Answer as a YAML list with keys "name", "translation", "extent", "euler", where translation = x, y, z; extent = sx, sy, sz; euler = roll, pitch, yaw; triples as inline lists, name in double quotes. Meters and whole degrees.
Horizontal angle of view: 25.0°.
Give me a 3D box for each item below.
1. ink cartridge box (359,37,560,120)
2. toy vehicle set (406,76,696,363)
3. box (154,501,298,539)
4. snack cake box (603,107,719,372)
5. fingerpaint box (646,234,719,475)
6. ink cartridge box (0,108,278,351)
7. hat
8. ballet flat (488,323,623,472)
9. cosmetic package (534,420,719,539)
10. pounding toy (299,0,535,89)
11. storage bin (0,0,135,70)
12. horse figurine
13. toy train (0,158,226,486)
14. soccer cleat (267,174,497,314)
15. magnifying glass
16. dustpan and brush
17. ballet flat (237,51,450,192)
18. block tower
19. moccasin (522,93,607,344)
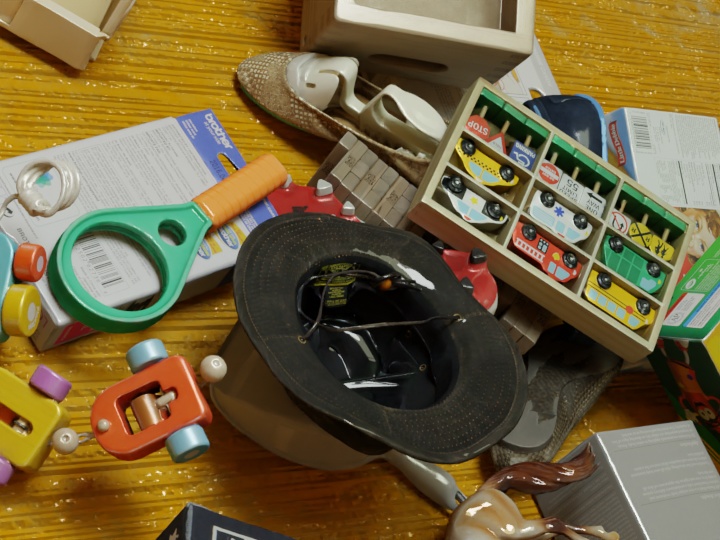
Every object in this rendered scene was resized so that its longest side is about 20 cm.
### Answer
- name: "ink cartridge box"
  translation: [0.096, -0.119, 1.323]
  extent: [0.175, 0.045, 0.201]
  euler: [3, 55, -36]
- name: "toy vehicle set"
  translation: [0.140, -0.036, 1.161]
  extent: [0.199, 0.027, 0.125]
  euler: [32, 56, -11]
- name: "box"
  translation: [-0.035, 0.256, 0.841]
  extent: [0.198, 0.123, 0.201]
  euler: [23, 43, -23]
- name: "snack cake box"
  translation: [0.242, -0.023, 1.292]
  extent: [0.115, 0.067, 0.201]
  euler: [2, 75, -39]
- name: "fingerpaint box"
  translation: [0.320, 0.050, 1.237]
  extent: [0.200, 0.073, 0.167]
  euler: [-45, 117, -26]
- name: "ink cartridge box"
  translation: [-0.150, -0.032, 1.052]
  extent: [0.199, 0.042, 0.120]
  euler: [-22, 71, -40]
- name: "hat"
  translation: [-0.001, 0.058, 1.002]
  extent: [0.200, 0.081, 0.201]
  euler: [18, 38, -15]
- name: "ballet flat"
  translation: [0.141, 0.095, 1.182]
  extent: [0.067, 0.047, 0.200]
  euler: [17, 31, 18]
- name: "cosmetic package"
  translation: [0.213, 0.210, 1.107]
  extent: [0.106, 0.090, 0.201]
  euler: [0, 59, -38]
- name: "pounding toy"
  translation: [0.020, -0.249, 1.254]
  extent: [0.199, 0.142, 0.185]
  euler: [7, 78, -16]
- name: "storage bin"
  translation: [-0.237, -0.271, 1.153]
  extent: [0.199, 0.094, 0.199]
  euler: [30, 42, -15]
- name: "horse figurine"
  translation: [0.092, 0.191, 1.035]
  extent: [0.132, 0.050, 0.200]
  euler: [15, 48, 12]
- name: "toy train"
  translation: [-0.168, 0.043, 0.931]
  extent: [0.150, 0.056, 0.201]
  euler: [-31, 70, -2]
- name: "soccer cleat"
  translation: [0.000, 0.000, 1.134]
  extent: [0.199, 0.085, 0.069]
  euler: [21, 44, 11]
- name: "magnifying glass"
  translation: [-0.116, -0.025, 1.028]
  extent: [0.080, 0.022, 0.200]
  euler: [48, 45, 6]
- name: "dustpan and brush"
  translation: [-0.001, 0.094, 1.069]
  extent: [0.199, 0.057, 0.140]
  euler: [32, 45, -2]
- name: "ballet flat"
  translation: [0.002, -0.123, 1.204]
  extent: [0.199, 0.065, 0.071]
  euler: [27, 50, 5]
- name: "block tower"
  translation: [0.045, -0.010, 1.183]
  extent: [0.200, 0.054, 0.058]
  euler: [40, 40, -2]
- name: "moccasin"
  translation: [0.151, -0.038, 1.236]
  extent: [0.068, 0.081, 0.201]
  euler: [4, 64, -14]
